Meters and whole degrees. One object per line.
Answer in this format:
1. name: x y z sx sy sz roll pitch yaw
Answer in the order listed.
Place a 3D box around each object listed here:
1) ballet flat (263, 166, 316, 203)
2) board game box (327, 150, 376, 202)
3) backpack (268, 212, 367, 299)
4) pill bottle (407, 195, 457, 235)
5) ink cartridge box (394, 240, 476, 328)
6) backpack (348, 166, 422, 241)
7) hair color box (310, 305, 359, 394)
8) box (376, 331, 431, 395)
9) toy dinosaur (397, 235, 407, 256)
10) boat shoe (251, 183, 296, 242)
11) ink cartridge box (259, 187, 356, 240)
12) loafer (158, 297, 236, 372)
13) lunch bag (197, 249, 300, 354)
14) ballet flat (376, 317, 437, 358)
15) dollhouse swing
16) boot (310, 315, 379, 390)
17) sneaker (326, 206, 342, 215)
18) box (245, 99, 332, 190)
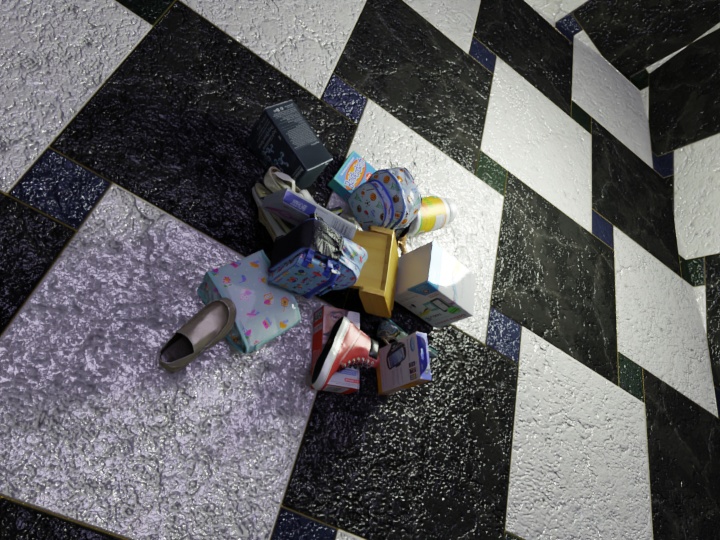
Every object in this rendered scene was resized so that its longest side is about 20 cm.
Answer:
1. ballet flat: -0.175 -0.200 1.380 0.199 0.063 0.067 37 43 6
2. board game box: 0.014 -0.252 1.608 0.199 0.045 0.153 38 52 -12
3. backpack: -0.090 -0.013 1.209 0.199 0.182 0.136 28 54 -33
4. pill bottle: 0.212 -0.179 1.663 0.199 0.111 0.112 -14 76 -38
5. ink cartridge box: 0.214 0.045 1.510 0.199 0.146 0.147 34 51 -28
6. backpack: 0.071 -0.191 1.456 0.153 0.190 0.201 -21 75 -47
7. hair color box: -0.062 0.200 1.323 0.110 0.064 0.202 14 59 -27
8. box: 0.113 0.237 1.332 0.041 0.200 0.120 14 60 -33
9. toy dinosaur: 0.119 -0.127 1.582 0.105 0.060 0.202 3 105 -6
10. boat shoe: -0.237 -0.146 1.364 0.074 0.069 0.201 9 38 -49
11. ink cartridge box: -0.136 -0.127 1.268 0.195 0.199 0.044 26 77 -26
12. loafer: -0.342 0.137 1.099 0.076 0.068 0.200 43 85 6
13. lunch bag: -0.253 0.078 1.217 0.170 0.122 0.201 -27 79 -40
14. ballet flat: 0.124 0.208 1.453 0.199 0.074 0.075 34 53 -13
15. dollhouse swing: 0.000 0.000 1.405 0.174 0.182 0.202 2 60 12
16. boot: -0.027 0.224 1.251 0.144 0.072 0.201 39 49 -13
17. sneaker: -0.133 -0.159 1.448 0.199 0.074 0.081 -16 73 -40
18. box: -0.197 -0.332 1.437 0.107 0.148 0.201 -35 88 -39
